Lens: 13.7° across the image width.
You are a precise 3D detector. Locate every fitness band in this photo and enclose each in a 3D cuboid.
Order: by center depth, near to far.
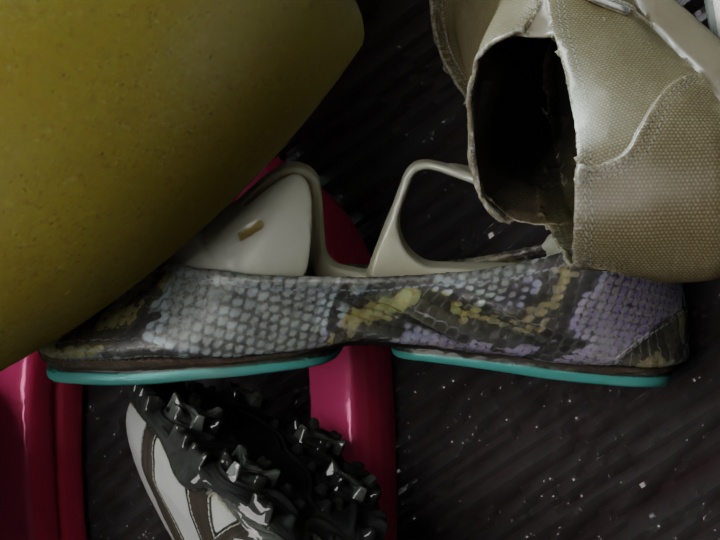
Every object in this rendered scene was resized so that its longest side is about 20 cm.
[{"bbox_3d":[-0.057,0.057,0.988,0.143,0.037,0.201,-6,83,30],"label":"fitness band"}]

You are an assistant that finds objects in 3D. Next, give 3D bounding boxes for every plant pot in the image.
[{"bbox_3d":[-0.119,-0.054,0.866,0.199,0.200,0.142,22,78,30],"label":"plant pot"}]

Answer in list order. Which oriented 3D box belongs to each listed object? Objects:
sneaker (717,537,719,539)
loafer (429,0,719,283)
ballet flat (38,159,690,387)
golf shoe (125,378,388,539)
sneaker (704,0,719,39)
[{"bbox_3d":[0.078,0.140,0.882,0.202,0.077,0.147,12,83,39],"label":"sneaker"},{"bbox_3d":[0.058,-0.056,0.867,0.200,0.067,0.076,-134,41,-60],"label":"loafer"},{"bbox_3d":[0.000,0.000,0.909,0.199,0.072,0.072,0,85,1],"label":"ballet flat"},{"bbox_3d":[-0.026,0.105,0.890,0.200,0.077,0.095,46,116,46],"label":"golf shoe"},{"bbox_3d":[0.150,-0.037,0.864,0.080,0.070,0.201,-18,82,12],"label":"sneaker"}]
